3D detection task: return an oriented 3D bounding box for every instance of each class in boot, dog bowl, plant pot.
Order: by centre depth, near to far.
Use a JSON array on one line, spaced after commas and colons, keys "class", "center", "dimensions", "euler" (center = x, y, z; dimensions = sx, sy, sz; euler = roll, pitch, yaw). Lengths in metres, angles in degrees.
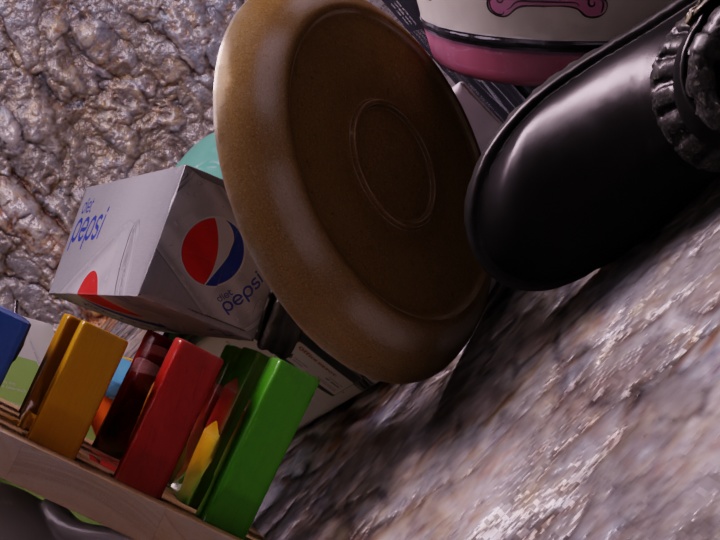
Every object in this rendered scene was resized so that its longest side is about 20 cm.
[{"class": "boot", "center": [0.127, -0.057, 0.584], "dimensions": [0.211, 0.079, 0.158], "euler": [-42, 9, 12]}, {"class": "plant pot", "center": [0.009, -0.048, 0.710], "dimensions": [0.027, 0.201, 0.201], "euler": [-21, 21, 35]}, {"class": "dog bowl", "center": [0.118, -0.145, 0.755], "dimensions": [0.197, 0.075, 0.200], "euler": [-1, 18, 0]}]

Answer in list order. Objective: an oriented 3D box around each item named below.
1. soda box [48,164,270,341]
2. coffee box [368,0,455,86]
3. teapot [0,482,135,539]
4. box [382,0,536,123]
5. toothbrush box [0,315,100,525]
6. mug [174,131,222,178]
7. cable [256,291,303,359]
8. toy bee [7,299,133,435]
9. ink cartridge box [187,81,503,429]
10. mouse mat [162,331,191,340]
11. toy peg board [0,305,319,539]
[{"class": "soda box", "center": [-0.104, -0.007, 0.777], "dimensions": [0.199, 0.063, 0.069], "euler": [1, 70, 66]}, {"class": "coffee box", "center": [0.053, -0.194, 1.128], "dimensions": [0.080, 0.200, 0.113], "euler": [-43, 10, 24]}, {"class": "teapot", "center": [-0.195, 0.200, 0.677], "dimensions": [0.195, 0.147, 0.201], "euler": [-7, -42, -30]}, {"class": "box", "center": [0.103, -0.163, 0.944], "dimensions": [0.104, 0.148, 0.200], "euler": [-43, 10, 0]}, {"class": "toothbrush box", "center": [-0.225, 0.114, 0.850], "dimensions": [0.086, 0.201, 0.145], "euler": [-43, -36, 21]}, {"class": "mug", "center": [-0.087, -0.031, 1.177], "dimensions": [0.185, 0.152, 0.115], "euler": [-38, 14, 31]}, {"class": "cable", "center": [-0.032, -0.040, 0.768], "dimensions": [0.097, 0.050, 0.202], "euler": [-47, 18, 56]}, {"class": "toy bee", "center": [-0.146, 0.084, 0.970], "dimensions": [0.131, 0.201, 0.108], "euler": [-44, -27, 24]}, {"class": "ink cartridge box", "center": [0.000, 0.000, 0.867], "dimensions": [0.199, 0.084, 0.145], "euler": [-34, 16, 46]}, {"class": "mouse mat", "center": [-0.061, -0.040, 0.900], "dimensions": [0.202, 0.007, 0.161], "euler": [-63, -5, 11]}, {"class": "toy peg board", "center": [-0.121, 0.059, 0.720], "dimensions": [0.099, 0.197, 0.200], "euler": [-64, 12, -7]}]
